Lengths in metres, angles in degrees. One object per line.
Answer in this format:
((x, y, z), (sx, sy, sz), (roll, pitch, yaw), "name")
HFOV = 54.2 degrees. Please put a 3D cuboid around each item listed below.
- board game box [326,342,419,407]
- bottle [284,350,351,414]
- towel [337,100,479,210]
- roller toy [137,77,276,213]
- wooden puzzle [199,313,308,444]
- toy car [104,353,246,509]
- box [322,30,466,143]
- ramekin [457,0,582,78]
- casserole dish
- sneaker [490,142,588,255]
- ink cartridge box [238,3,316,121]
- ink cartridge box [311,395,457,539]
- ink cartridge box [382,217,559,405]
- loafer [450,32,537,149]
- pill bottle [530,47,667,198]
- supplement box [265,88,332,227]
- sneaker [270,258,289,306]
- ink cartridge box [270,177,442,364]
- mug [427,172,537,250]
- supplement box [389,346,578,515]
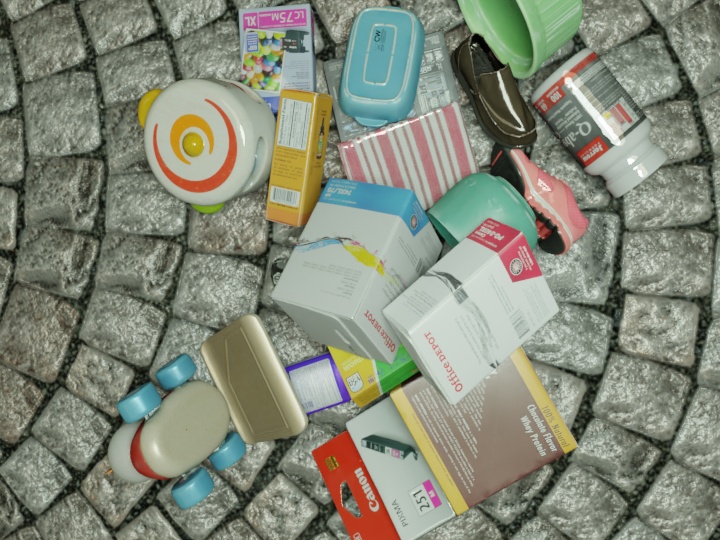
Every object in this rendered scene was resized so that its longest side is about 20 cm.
((0.018, 0.080, 1.059), (0.152, 0.040, 0.201), (-33, 53, 4), "board game box")
((-0.042, 0.168, 1.104), (0.197, 0.065, 0.085), (-19, 93, 4), "bottle")
((0.077, -0.162, 1.082), (0.197, 0.030, 0.148), (-19, 117, 3), "towel")
((-0.226, -0.197, 1.060), (0.180, 0.140, 0.203), (-19, 98, 19), "roller toy")
((-0.164, 0.170, 1.078), (0.037, 0.199, 0.187), (-25, 87, -38), "wooden puzzle")
((-0.319, 0.265, 1.103), (0.198, 0.177, 0.186), (-25, 100, 32), "toy car")
((0.053, -0.268, 1.102), (0.197, 0.051, 0.160), (-14, 89, 4), "box")
((0.229, -0.393, 1.019), (0.097, 0.200, 0.201), (-34, 88, -3), "ramekin")
((0.031, -0.315, 1.053), (0.119, 0.039, 0.203), (8, 77, 8), "casserole dish")
((0.276, -0.122, 1.087), (0.086, 0.074, 0.202), (-28, 81, -25), "sneaker")
((-0.131, -0.316, 1.124), (0.117, 0.042, 0.204), (-2, 92, 5), "ink cartridge box")
((0.028, 0.321, 1.076), (0.172, 0.044, 0.202), (-32, 69, 7), "ink cartridge box")
((0.146, 0.054, 0.930), (0.199, 0.083, 0.146), (-39, 122, -9), "ink cartridge box")
((0.200, -0.272, 1.057), (0.072, 0.072, 0.202), (-28, 74, -14), "loafer")
((0.355, -0.217, 1.046), (0.115, 0.116, 0.201), (-38, 87, 4), "pill bottle")
((-0.095, -0.174, 1.083), (0.068, 0.066, 0.203), (15, 104, 17), "supplement box")
((-0.084, -0.026, 1.106), (0.114, 0.075, 0.202), (8, 62, 39), "sneaker")
((0.000, 0.000, 0.997), (0.144, 0.147, 0.202), (13, 66, 31), "ink cartridge box")
((0.194, -0.063, 1.055), (0.114, 0.185, 0.152), (-42, 63, 2), "mug")
((0.178, 0.210, 1.053), (0.198, 0.133, 0.199), (-31, 88, 4), "supplement box")
